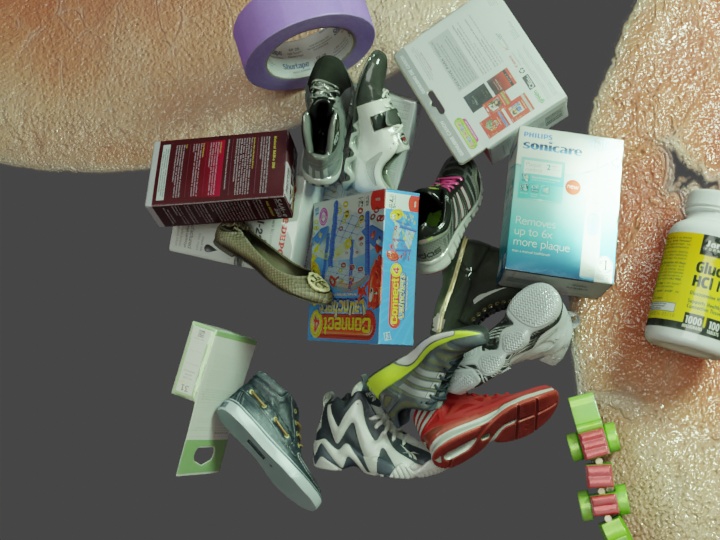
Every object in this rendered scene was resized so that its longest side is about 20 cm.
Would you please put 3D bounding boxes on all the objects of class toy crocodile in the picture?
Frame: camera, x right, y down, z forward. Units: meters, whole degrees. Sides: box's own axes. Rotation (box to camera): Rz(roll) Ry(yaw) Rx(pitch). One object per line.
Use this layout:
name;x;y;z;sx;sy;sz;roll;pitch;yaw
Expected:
toy crocodile;0.312;0.262;1.209;0.066;0.062;0.204;-11;78;12

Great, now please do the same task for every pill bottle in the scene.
pill bottle;0.442;0.005;1.191;0.110;0.112;0.204;14;85;15

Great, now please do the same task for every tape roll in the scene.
tape roll;-0.080;-0.338;1.331;0.197;0.200;0.067;-22;76;9

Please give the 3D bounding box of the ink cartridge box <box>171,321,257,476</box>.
ink cartridge box;-0.217;0.182;1.309;0.047;0.145;0.204;16;85;18

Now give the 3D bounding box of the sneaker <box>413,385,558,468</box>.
sneaker;0.162;0.176;1.251;0.197;0.079;0.116;-18;44;-18

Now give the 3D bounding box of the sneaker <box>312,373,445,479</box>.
sneaker;0.030;0.211;1.277;0.196;0.079;0.132;1;90;24

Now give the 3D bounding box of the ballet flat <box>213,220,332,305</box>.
ballet flat;-0.118;-0.014;1.275;0.198;0.067;0.047;31;105;19

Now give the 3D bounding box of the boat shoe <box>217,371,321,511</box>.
boat shoe;-0.106;0.240;1.313;0.201;0.071;0.091;50;57;-4

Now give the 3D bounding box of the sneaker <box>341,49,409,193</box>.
sneaker;0.033;-0.204;1.301;0.087;0.074;0.204;13;110;16

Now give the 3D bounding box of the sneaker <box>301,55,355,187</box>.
sneaker;-0.045;-0.227;1.272;0.073;0.116;0.204;2;71;1

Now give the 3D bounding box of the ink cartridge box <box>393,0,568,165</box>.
ink cartridge box;0.169;-0.265;1.317;0.174;0.084;0.202;-31;75;7

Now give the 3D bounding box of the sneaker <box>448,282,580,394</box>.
sneaker;0.204;0.106;1.232;0.200;0.114;0.076;-42;50;18

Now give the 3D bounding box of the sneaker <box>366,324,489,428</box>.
sneaker;0.097;0.135;1.203;0.199;0.073;0.082;-38;71;36

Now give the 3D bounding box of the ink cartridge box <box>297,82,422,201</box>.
ink cartridge box;-0.007;-0.171;1.377;0.160;0.057;0.204;16;106;16

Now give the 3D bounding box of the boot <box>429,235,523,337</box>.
boot;0.172;0.059;1.274;0.136;0.077;0.204;10;85;10

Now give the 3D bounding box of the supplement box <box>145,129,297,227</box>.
supplement box;-0.190;-0.126;1.281;0.196;0.061;0.111;-3;63;10

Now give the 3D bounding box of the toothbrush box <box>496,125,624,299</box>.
toothbrush box;0.266;-0.077;1.237;0.143;0.085;0.204;9;74;2

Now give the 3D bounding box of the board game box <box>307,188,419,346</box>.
board game box;0.000;0.000;1.261;0.055;0.199;0.200;5;85;-31

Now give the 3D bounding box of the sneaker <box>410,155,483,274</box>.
sneaker;0.112;-0.096;1.273;0.073;0.088;0.202;3;53;33

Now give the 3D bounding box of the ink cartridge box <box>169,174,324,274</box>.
ink cartridge box;-0.166;-0.079;1.363;0.196;0.084;0.147;12;93;14
